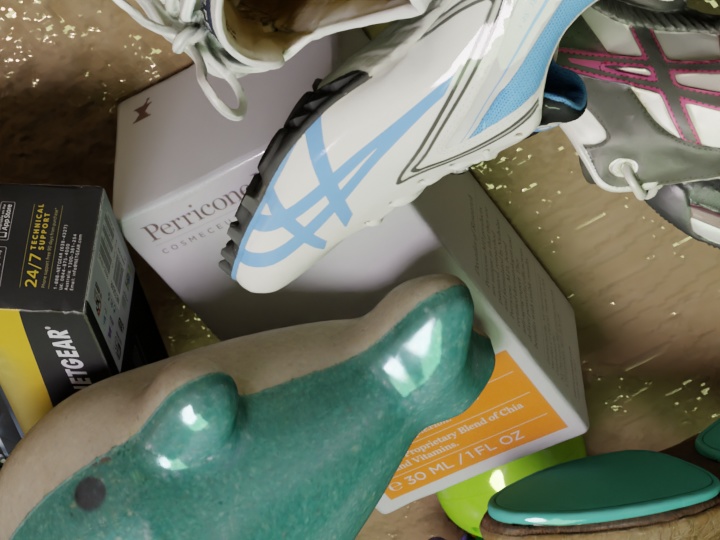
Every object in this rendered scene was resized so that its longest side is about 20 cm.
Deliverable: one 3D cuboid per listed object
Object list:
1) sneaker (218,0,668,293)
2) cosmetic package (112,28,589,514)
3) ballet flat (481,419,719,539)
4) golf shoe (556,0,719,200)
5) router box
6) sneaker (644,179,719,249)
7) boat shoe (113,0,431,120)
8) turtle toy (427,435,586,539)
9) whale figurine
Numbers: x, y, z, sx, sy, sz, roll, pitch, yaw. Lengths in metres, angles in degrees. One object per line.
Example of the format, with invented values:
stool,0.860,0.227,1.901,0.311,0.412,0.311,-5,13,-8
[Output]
sneaker,0.024,-0.052,0.739,0.072,0.072,0.200,40,122,-8
cosmetic package,0.000,0.000,0.890,0.101,0.072,0.200,-24,131,20
ballet flat,0.137,0.101,0.938,0.199,0.068,0.073,-20,113,-33
golf shoe,0.122,-0.056,0.785,0.199,0.077,0.089,27,91,11
router box,-0.158,0.034,0.876,0.156,0.053,0.200,2,153,8
sneaker,0.201,-0.063,0.846,0.198,0.076,0.116,5,131,-23
boat shoe,-0.036,-0.091,0.723,0.074,0.087,0.201,38,159,-33
turtle toy,0.078,0.141,1.014,0.145,0.101,0.201,-22,134,-14
whale figurine,-0.034,0.081,0.825,0.199,0.104,0.159,-28,154,-2
